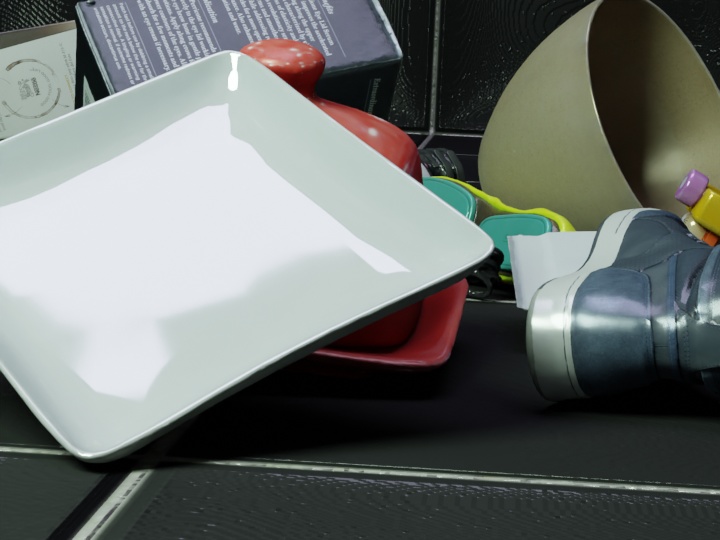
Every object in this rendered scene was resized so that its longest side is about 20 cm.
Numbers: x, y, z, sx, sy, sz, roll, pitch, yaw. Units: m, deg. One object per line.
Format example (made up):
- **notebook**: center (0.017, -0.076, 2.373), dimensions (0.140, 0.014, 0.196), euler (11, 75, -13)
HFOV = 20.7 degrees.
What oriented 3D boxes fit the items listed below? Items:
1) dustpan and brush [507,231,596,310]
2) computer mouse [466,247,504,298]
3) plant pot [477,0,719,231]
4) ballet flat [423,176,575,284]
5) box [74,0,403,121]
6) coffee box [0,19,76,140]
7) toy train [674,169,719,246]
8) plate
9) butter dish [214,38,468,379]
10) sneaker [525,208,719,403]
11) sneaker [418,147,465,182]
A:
- **dustpan and brush**: center (0.185, 0.019, 1.094), dimensions (0.200, 0.057, 0.140), euler (-3, 18, 3)
- **computer mouse**: center (0.000, 0.000, 1.167), dimensions (0.110, 0.044, 0.200), euler (7, 8, 25)
- **plant pot**: center (0.162, -0.078, 1.386), dimensions (0.134, 0.200, 0.200), euler (-23, -9, 34)
- **ballet flat**: center (0.091, -0.016, 1.313), dimensions (0.067, 0.067, 0.200), euler (23, -2, -32)
- **box**: center (-0.087, -0.114, 1.338), dimensions (0.200, 0.148, 0.104), euler (-13, 56, -20)
- **coffee box**: center (-0.209, -0.135, 1.449), dimensions (0.200, 0.080, 0.113), euler (-12, -4, -14)
- **toy train**: center (0.270, -0.001, 1.267), dimensions (0.150, 0.056, 0.200), euler (35, 10, 24)
- **plate**: center (-0.079, -0.008, 0.825), dimensions (0.200, 0.032, 0.200), euler (-27, 44, -26)
- **butter dish**: center (-0.044, -0.040, 0.970), dimensions (0.200, 0.148, 0.199), euler (7, 13, 5)
- **sneaker**: center (0.175, 0.012, 0.928), dimensions (0.146, 0.077, 0.202), euler (-7, 13, 23)
- **sneaker**: center (0.055, -0.081, 1.731), dimensions (0.099, 0.071, 0.200), euler (-5, 5, -17)
